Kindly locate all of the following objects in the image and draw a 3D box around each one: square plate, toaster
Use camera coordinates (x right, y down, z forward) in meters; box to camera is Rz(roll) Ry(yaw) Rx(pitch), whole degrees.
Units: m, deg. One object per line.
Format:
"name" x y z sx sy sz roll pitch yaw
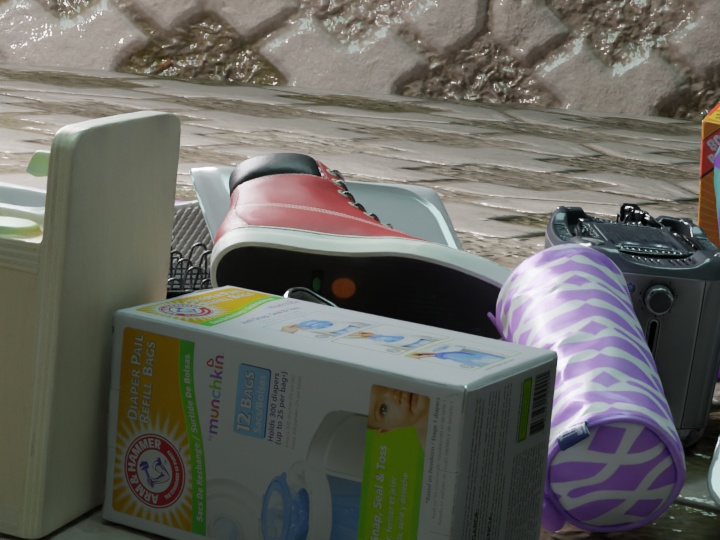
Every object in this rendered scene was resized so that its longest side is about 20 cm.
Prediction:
"square plate" 0.000 0.000 1.445 0.199 0.028 0.198 5 44 -28
"toaster" 0.169 0.034 1.382 0.113 0.130 0.200 6 11 -5

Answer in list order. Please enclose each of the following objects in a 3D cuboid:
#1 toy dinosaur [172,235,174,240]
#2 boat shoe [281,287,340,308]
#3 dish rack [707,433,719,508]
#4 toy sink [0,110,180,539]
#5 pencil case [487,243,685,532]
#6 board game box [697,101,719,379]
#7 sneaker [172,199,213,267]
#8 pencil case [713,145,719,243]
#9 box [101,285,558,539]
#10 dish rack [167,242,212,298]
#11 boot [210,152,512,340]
"toy dinosaur" -0.151 0.061 1.297 0.181 0.105 0.200 16 44 -22
"boat shoe" 0.006 0.073 1.160 0.072 0.071 0.200 -6 30 -44
"dish rack" 0.299 0.104 1.170 0.199 0.044 0.172 10 41 18
"toy sink" -0.174 0.015 1.081 0.112 0.201 0.130 10 12 17
"pencil case" 0.124 0.065 1.196 0.084 0.085 0.200 46 19 -24
"board game box" 0.368 -0.035 1.556 0.199 0.201 0.200 11 28 25
"sneaker" -0.099 -0.024 1.702 0.200 0.073 0.114 16 11 43
"pencil case" 0.274 -0.003 1.373 0.085 0.092 0.200 13 49 -15
"box" -0.017 0.082 1.052 0.200 0.113 0.101 12 13 29
"dish rack" -0.121 0.014 1.485 0.153 0.055 0.200 1 19 -32
"boot" 0.009 -0.021 1.375 0.199 0.073 0.144 12 31 -3
